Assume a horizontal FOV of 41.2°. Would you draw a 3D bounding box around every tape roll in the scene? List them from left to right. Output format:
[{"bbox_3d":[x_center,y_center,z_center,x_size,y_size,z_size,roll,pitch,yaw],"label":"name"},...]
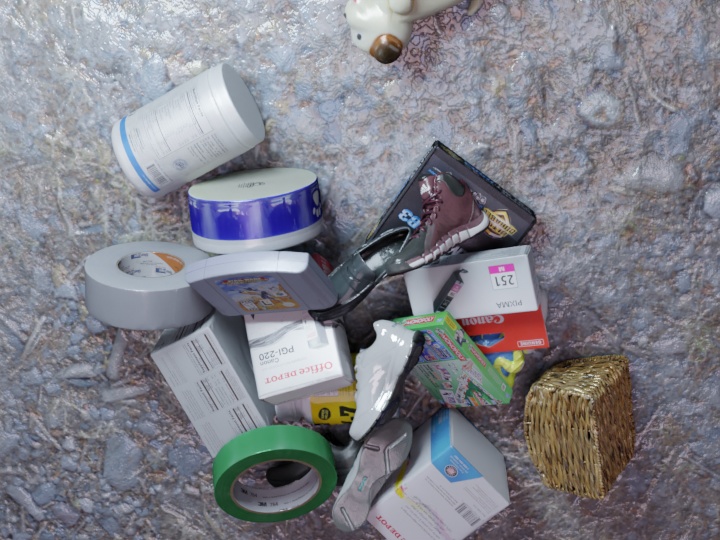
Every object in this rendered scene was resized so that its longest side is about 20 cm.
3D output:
[{"bbox_3d":[-0.323,0.020,1.477,0.196,0.201,0.067,6,113,1],"label":"tape roll"},{"bbox_3d":[-0.137,0.328,1.534,0.197,0.049,0.202,-8,135,-8],"label":"tape roll"}]

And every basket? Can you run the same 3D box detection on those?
[{"bbox_3d":[0.362,0.250,1.590,0.141,0.148,0.203,5,115,38],"label":"basket"}]

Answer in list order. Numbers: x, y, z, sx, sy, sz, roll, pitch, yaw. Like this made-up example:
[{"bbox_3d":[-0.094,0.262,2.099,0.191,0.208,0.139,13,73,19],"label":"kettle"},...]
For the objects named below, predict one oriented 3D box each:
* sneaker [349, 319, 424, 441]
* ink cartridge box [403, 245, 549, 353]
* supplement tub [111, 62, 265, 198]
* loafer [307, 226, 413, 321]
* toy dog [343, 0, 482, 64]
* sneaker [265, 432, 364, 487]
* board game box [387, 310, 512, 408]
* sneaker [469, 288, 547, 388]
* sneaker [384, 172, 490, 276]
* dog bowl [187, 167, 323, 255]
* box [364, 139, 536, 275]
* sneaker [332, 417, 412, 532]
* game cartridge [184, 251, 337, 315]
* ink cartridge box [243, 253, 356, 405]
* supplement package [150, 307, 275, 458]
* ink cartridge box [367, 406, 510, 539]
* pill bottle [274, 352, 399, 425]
[{"bbox_3d":[0.027,0.168,1.476,0.086,0.074,0.203,28,101,21],"label":"sneaker"},{"bbox_3d":[0.179,0.059,1.473,0.197,0.044,0.176,-7,111,21],"label":"ink cartridge box"},{"bbox_3d":[-0.256,-0.205,1.425,0.198,0.132,0.133,-26,107,12],"label":"supplement tub"},{"bbox_3d":[0.000,0.000,1.434,0.199,0.071,0.068,-36,69,-8],"label":"loafer"},{"bbox_3d":[0.061,-0.392,1.347,0.200,0.140,0.193,-44,139,16],"label":"toy dog"},{"bbox_3d":[-0.072,0.328,1.650,0.197,0.076,0.093,-11,83,17],"label":"sneaker"},{"bbox_3d":[0.135,0.146,1.518,0.133,0.029,0.200,-11,130,41],"label":"board game box"},{"bbox_3d":[0.224,0.110,1.540,0.103,0.076,0.203,20,112,-3],"label":"sneaker"},{"bbox_3d":[0.093,-0.076,1.399,0.075,0.199,0.117,-19,98,55],"label":"sneaker"},{"bbox_3d":[-0.155,-0.092,1.424,0.196,0.201,0.080,-4,109,5],"label":"dog bowl"},{"bbox_3d":[0.139,-0.064,1.496,0.199,0.050,0.200,35,108,-8],"label":"box"},{"bbox_3d":[0.015,0.319,1.546,0.070,0.080,0.202,33,95,-2],"label":"sneaker"},{"bbox_3d":[-0.146,0.019,1.382,0.197,0.042,0.133,-5,155,22],"label":"game cartridge"},{"bbox_3d":[-0.101,0.094,1.500,0.143,0.085,0.203,-16,75,10],"label":"ink cartridge box"},{"bbox_3d":[-0.228,0.164,1.548,0.109,0.156,0.202,-24,108,10],"label":"supplement package"},{"bbox_3d":[0.125,0.360,1.602,0.200,0.146,0.147,-41,103,18],"label":"ink cartridge box"},{"bbox_3d":[-0.037,0.194,1.569,0.196,0.115,0.116,-3,111,6],"label":"pill bottle"}]
